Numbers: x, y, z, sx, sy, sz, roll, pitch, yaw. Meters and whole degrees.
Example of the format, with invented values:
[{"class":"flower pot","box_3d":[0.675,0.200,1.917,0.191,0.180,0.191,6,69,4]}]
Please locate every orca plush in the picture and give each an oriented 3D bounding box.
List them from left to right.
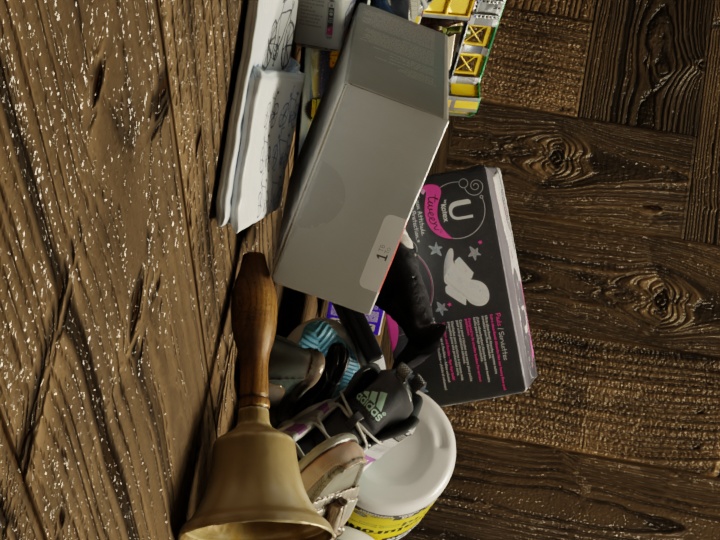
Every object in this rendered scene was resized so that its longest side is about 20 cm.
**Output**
[{"class":"orca plush","box_3d":[0.000,0.000,1.600,0.105,0.071,0.200,120,-37,-48]}]

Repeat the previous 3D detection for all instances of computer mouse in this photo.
[{"class":"computer mouse","box_3d":[-0.039,0.123,1.638,0.200,0.034,0.059,122,-18,-53]}]

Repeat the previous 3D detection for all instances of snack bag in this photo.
[{"class":"snack bag","box_3d":[-0.058,-0.130,1.292,0.189,0.021,0.201,-38,138,-82]}]

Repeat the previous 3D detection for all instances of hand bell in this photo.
[{"class":"hand bell","box_3d":[-0.073,0.083,1.323,0.104,0.104,0.201,85,2,-71]}]

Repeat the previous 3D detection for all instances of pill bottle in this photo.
[{"class":"pill bottle","box_3d":[0.013,0.176,1.684,0.200,0.111,0.112,112,-10,-70]}]

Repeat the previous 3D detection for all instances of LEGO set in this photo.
[{"class":"LEGO set","box_3d":[0.036,-0.229,1.701,0.200,0.116,0.154,-109,-150,-42]}]

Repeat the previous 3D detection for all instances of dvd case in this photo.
[{"class":"dvd case","box_3d":[-0.012,0.033,1.728,0.200,0.018,0.143,77,-12,-78]}]

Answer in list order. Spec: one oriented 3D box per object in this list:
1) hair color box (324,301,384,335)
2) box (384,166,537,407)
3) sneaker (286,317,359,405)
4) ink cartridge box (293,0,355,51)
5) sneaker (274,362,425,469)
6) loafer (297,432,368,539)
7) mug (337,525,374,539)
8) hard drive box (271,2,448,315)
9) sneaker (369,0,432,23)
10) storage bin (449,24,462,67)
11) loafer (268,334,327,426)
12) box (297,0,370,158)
[{"class":"hair color box","box_3d":[0.006,-0.024,1.911,0.200,0.065,0.110,105,-5,-67]},{"class":"box","box_3d":[0.085,0.014,1.735,0.132,0.114,0.201,-17,97,-80]},{"class":"sneaker","box_3d":[-0.039,0.084,1.718,0.200,0.076,0.081,88,-6,-64]},{"class":"ink cartridge box","box_3d":[-0.008,-0.298,1.444,0.197,0.043,0.200,-74,174,-49]},{"class":"sneaker","box_3d":[-0.014,0.118,1.473,0.140,0.078,0.200,-41,176,29]},{"class":"loafer","box_3d":[-0.045,0.199,1.391,0.072,0.063,0.200,-8,142,-48]},{"class":"mug","box_3d":[-0.035,0.296,1.613,0.200,0.147,0.176,112,-11,-61]},{"class":"hard drive box","box_3d":[0.002,-0.085,1.405,0.200,0.077,0.156,-83,-166,-66]},{"class":"sneaker","box_3d":[0.055,-0.251,1.540,0.200,0.085,0.077,-78,174,-46]},{"class":"storage bin","box_3d":[0.067,-0.304,1.987,0.200,0.093,0.199,-71,169,-65]},{"class":"loafer","box_3d":[-0.054,0.089,1.529,0.200,0.063,0.072,73,27,-79]},{"class":"box","box_3d":[-0.019,-0.159,1.591,0.137,0.040,0.200,-76,173,-50]}]
